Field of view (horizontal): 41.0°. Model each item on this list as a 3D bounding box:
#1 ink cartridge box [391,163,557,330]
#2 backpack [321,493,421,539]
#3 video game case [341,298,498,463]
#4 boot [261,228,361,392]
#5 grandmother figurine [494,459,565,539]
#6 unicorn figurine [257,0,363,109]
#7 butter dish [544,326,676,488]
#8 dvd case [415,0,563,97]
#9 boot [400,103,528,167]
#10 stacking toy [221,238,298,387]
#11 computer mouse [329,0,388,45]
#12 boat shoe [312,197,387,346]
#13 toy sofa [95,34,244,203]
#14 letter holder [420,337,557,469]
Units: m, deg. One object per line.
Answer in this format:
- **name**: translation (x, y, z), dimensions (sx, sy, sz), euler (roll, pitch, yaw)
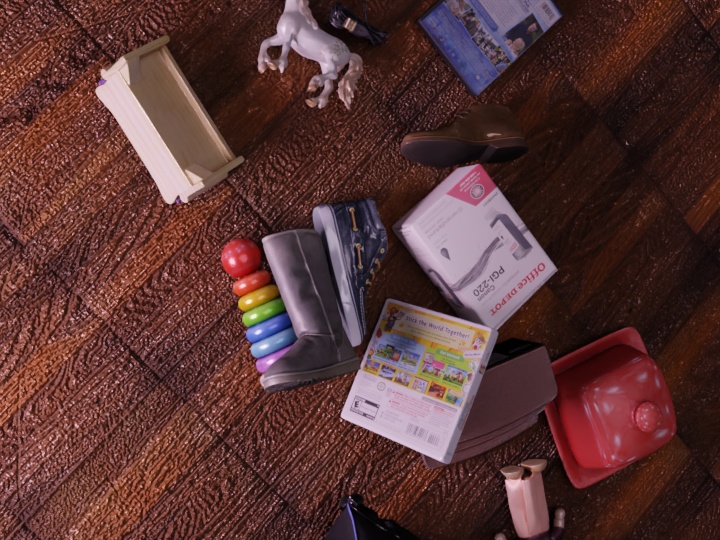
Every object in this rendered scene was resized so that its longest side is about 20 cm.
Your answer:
- **ink cartridge box**: translation (0.166, -0.030, 1.389), dimensions (0.145, 0.085, 0.201), euler (-41, 103, -14)
- **backpack**: translation (0.042, 0.433, 1.299), dimensions (0.199, 0.183, 0.148), euler (28, 104, -19)
- **video game case**: translation (0.076, 0.143, 1.305), dimensions (0.023, 0.199, 0.184), euler (29, 80, -43)
- **boot**: translation (-0.084, 0.047, 1.244), dimensions (0.181, 0.072, 0.202), euler (-7, 80, -57)
- **grandmother figurine**: translation (0.256, 0.390, 1.428), dimensions (0.120, 0.061, 0.202), euler (-13, 91, -9)
- **unicorn figurine**: translation (-0.078, -0.319, 1.326), dimensions (0.200, 0.074, 0.138), euler (38, 68, -28)
- **butter dish**: translation (0.390, 0.208, 1.426), dimensions (0.198, 0.148, 0.201), euler (-22, 95, -17)
- **dvd case**: translation (0.194, -0.377, 1.436), dimensions (0.200, 0.018, 0.143), euler (-43, 101, -13)
- **boot**: translation (0.144, -0.198, 1.402), dimensions (0.198, 0.074, 0.076), euler (-5, 72, -22)
- **stacking toy**: translation (-0.133, 0.052, 1.301), dimensions (0.085, 0.085, 0.202), euler (-24, 89, -17)
- **computer mouse**: translation (-0.012, -0.420, 1.349), dimensions (0.109, 0.044, 0.203), euler (1, 81, -50)
- **boat shoe**: translation (0.000, 0.000, 1.340), dimensions (0.090, 0.071, 0.203), euler (-13, 92, -16)
- **toy sofa**: translation (-0.251, -0.194, 1.266), dimensions (0.083, 0.097, 0.201), euler (-40, 102, -39)
- **letter holder**: translation (0.178, 0.202, 1.383), dimensions (0.198, 0.100, 0.144), euler (-20, 97, -17)
